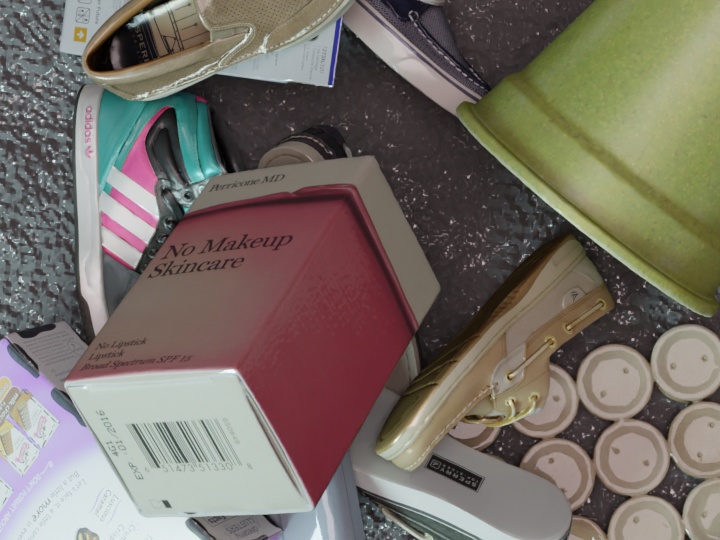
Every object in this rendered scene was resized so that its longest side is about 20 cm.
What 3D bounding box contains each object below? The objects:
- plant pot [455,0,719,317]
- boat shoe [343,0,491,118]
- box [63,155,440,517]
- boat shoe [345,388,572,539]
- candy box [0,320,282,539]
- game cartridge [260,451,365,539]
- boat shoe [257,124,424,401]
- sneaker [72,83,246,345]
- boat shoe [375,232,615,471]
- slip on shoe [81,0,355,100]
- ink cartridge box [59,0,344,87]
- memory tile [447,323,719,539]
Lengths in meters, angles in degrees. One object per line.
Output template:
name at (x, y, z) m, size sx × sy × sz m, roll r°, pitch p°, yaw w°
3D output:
plant pot at (0.191, -0.106, 1.409) m, size 0.200 × 0.200 × 0.184 m, roll 39°, pitch 99°, yaw 2°
boat shoe at (0.028, -0.187, 1.491) m, size 0.200 × 0.075 × 0.093 m, roll 43°, pitch 98°, yaw 3°
box at (-0.059, 0.038, 1.367) m, size 0.128 × 0.200 × 0.109 m, roll -6°, pitch 125°, yaw 33°
boat shoe at (0.036, 0.136, 1.472) m, size 0.200 × 0.064 × 0.071 m, roll 28°, pitch 48°, yaw 15°
candy box at (-0.175, 0.161, 1.448) m, size 0.200 × 0.072 × 0.168 m, roll 42°, pitch 113°, yaw 15°
game cartridge at (-0.095, 0.145, 1.466) m, size 0.200 × 0.042 × 0.133 m, roll -9°, pitch 89°, yaw 28°
boat shoe at (0.000, 0.000, 1.491) m, size 0.073 × 0.063 × 0.200 m, roll -12°, pitch 110°, yaw 33°
sneaker at (-0.114, -0.024, 1.494) m, size 0.121 × 0.084 × 0.200 m, roll -4°, pitch 87°, yaw 11°
boat shoe at (0.091, 0.061, 1.460) m, size 0.069 × 0.074 × 0.200 m, roll 47°, pitch 64°, yaw -6°
slip on shoe at (-0.082, -0.163, 1.422) m, size 0.200 × 0.061 × 0.076 m, roll -23°, pitch 81°, yaw 23°
ink cartridge box at (-0.094, -0.172, 1.478) m, size 0.200 × 0.037 × 0.095 m, roll 10°, pitch 94°, yaw 26°
memory tile at (0.150, 0.126, 1.511) m, size 0.200 × 0.017 × 0.153 m, roll -13°, pitch 89°, yaw 1°
